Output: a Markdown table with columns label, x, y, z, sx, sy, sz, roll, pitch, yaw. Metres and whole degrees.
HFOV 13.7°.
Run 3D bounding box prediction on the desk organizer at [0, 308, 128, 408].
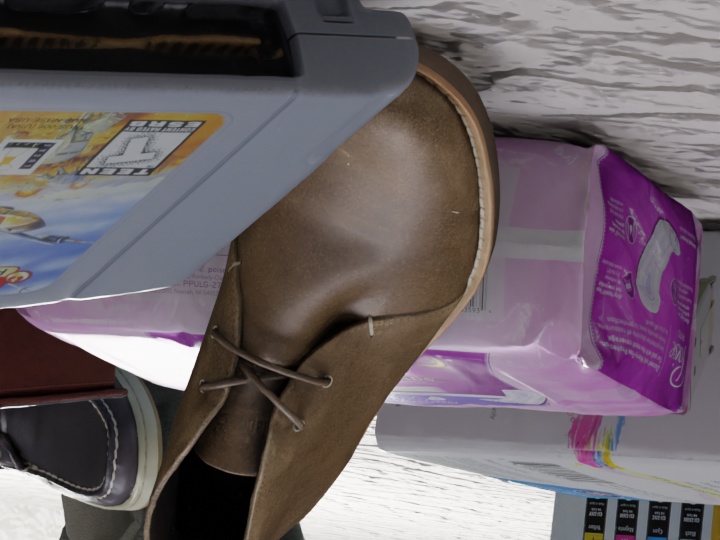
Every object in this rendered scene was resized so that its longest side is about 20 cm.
| label | x | y | z | sx | sy | sz | roll | pitch | yaw |
| --- | --- | --- | --- | --- | --- | --- | --- | --- | --- |
| desk organizer | -0.147 | 0.007 | 0.990 | 0.071 | 0.077 | 0.200 | 0 | 180 | 18 |

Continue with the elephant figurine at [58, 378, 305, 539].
| label | x | y | z | sx | sy | sz | roll | pitch | yaw |
| --- | --- | --- | --- | --- | --- | --- | --- | --- | --- |
| elephant figurine | -0.089 | 0.113 | 1.350 | 0.141 | 0.201 | 0.155 | 8 | 171 | -3 |

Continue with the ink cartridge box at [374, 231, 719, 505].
| label | x | y | z | sx | sy | sz | roll | pitch | yaw |
| --- | --- | --- | --- | --- | --- | --- | --- | --- | --- |
| ink cartridge box | 0.129 | 0.038 | 1.073 | 0.199 | 0.085 | 0.144 | 2 | 171 | 37 |

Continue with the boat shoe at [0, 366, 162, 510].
| label | x | y | z | sx | sy | sz | roll | pitch | yaw |
| --- | --- | --- | --- | --- | --- | --- | --- | --- | --- |
| boat shoe | -0.156 | 0.052 | 1.285 | 0.065 | 0.072 | 0.200 | -4 | -157 | -37 |

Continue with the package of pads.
| label | x | y | z | sx | sy | sz | roll | pitch | yaw |
| --- | --- | --- | --- | --- | --- | --- | --- | --- | --- |
| package of pads | 0.000 | 0.000 | 0.953 | 0.199 | 0.076 | 0.120 | 3 | 170 | 23 |

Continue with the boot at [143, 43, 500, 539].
| label | x | y | z | sx | sy | sz | roll | pitch | yaw |
| --- | --- | --- | --- | --- | --- | --- | --- | --- | --- |
| boot | -0.015 | 0.019 | 0.840 | 0.073 | 0.076 | 0.200 | 26 | 136 | 5 |

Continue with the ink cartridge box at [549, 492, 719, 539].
| label | x | y | z | sx | sy | sz | roll | pitch | yaw |
| --- | --- | --- | --- | --- | --- | --- | --- | --- | --- |
| ink cartridge box | 0.180 | 0.115 | 1.230 | 0.199 | 0.176 | 0.084 | -1 | 169 | 40 |

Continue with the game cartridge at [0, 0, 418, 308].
| label | x | y | z | sx | sy | sz | roll | pitch | yaw |
| --- | --- | --- | --- | --- | --- | --- | --- | --- | --- |
| game cartridge | -0.100 | -0.029 | 0.736 | 0.199 | 0.042 | 0.133 | -1 | 152 | -35 |
